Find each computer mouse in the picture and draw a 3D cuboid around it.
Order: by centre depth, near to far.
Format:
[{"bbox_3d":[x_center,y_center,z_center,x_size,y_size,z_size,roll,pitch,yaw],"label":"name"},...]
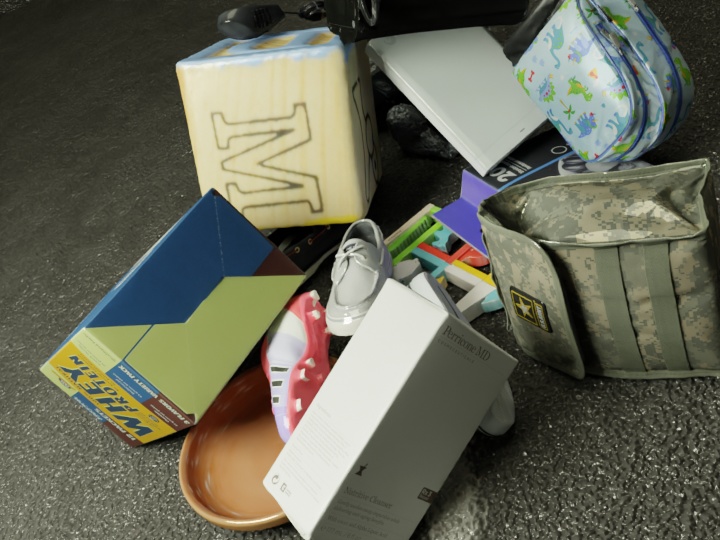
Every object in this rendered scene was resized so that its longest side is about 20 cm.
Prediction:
[{"bbox_3d":[-0.100,-0.313,1.039,0.058,0.034,0.199,-10,10,44],"label":"computer mouse"}]

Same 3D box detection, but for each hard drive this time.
[{"bbox_3d":[0.119,-0.221,0.951,0.132,0.026,0.200,-40,83,-19],"label":"hard drive"}]

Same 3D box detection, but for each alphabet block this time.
[{"bbox_3d":[-0.086,-0.176,1.000,0.195,0.202,0.196,-3,22,12],"label":"alphabet block"}]

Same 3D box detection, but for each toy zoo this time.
[{"bbox_3d":[0.097,-0.002,0.911,0.131,0.021,0.200,-40,39,-17],"label":"toy zoo"}]

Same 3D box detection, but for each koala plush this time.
[{"bbox_3d":[0.124,-0.266,1.063,0.177,0.201,0.183,-42,39,-21],"label":"koala plush"}]

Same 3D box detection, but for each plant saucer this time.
[{"bbox_3d":[-0.080,0.167,0.802,0.199,0.038,0.201,-16,38,13],"label":"plant saucer"}]

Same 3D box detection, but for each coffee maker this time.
[{"bbox_3d":[0.074,-0.300,0.863,0.198,0.135,0.193,-11,45,-13],"label":"coffee maker"}]

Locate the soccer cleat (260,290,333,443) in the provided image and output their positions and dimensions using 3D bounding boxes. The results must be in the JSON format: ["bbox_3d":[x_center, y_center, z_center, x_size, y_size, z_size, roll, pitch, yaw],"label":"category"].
[{"bbox_3d":[-0.065,0.100,0.797,0.076,0.067,0.201,-30,33,21],"label":"soccer cleat"}]

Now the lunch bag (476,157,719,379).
[{"bbox_3d":[0.206,0.006,0.713,0.198,0.165,0.118,-4,38,28],"label":"lunch bag"}]

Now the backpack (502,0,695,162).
[{"bbox_3d":[0.256,-0.211,0.877,0.154,0.200,0.163,-44,-2,-37],"label":"backpack"}]

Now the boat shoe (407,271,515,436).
[{"bbox_3d":[0.081,0.088,0.783,0.071,0.072,0.201,-45,37,17],"label":"boat shoe"}]

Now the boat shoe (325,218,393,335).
[{"bbox_3d":[0.000,0.000,0.849,0.071,0.069,0.200,-12,20,17],"label":"boat shoe"}]

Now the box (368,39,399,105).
[{"bbox_3d":[0.000,-0.296,1.229,0.199,0.043,0.161,-24,38,43],"label":"box"}]

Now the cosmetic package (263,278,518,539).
[{"bbox_3d":[0.026,0.122,0.672,0.081,0.113,0.201,34,93,49],"label":"cosmetic package"}]

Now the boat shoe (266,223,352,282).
[{"bbox_3d":[-0.065,-0.048,1.028,0.073,0.063,0.201,6,41,40],"label":"boat shoe"}]

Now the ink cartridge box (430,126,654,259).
[{"bbox_3d":[0.204,-0.080,0.903,0.199,0.044,0.198,-28,36,-14],"label":"ink cartridge box"}]

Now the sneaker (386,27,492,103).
[{"bbox_3d":[0.106,-0.329,1.261,0.199,0.078,0.080,-24,28,3],"label":"sneaker"}]

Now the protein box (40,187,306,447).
[{"bbox_3d":[-0.198,0.055,0.858,0.200,0.135,0.199,-29,22,55],"label":"protein box"}]
